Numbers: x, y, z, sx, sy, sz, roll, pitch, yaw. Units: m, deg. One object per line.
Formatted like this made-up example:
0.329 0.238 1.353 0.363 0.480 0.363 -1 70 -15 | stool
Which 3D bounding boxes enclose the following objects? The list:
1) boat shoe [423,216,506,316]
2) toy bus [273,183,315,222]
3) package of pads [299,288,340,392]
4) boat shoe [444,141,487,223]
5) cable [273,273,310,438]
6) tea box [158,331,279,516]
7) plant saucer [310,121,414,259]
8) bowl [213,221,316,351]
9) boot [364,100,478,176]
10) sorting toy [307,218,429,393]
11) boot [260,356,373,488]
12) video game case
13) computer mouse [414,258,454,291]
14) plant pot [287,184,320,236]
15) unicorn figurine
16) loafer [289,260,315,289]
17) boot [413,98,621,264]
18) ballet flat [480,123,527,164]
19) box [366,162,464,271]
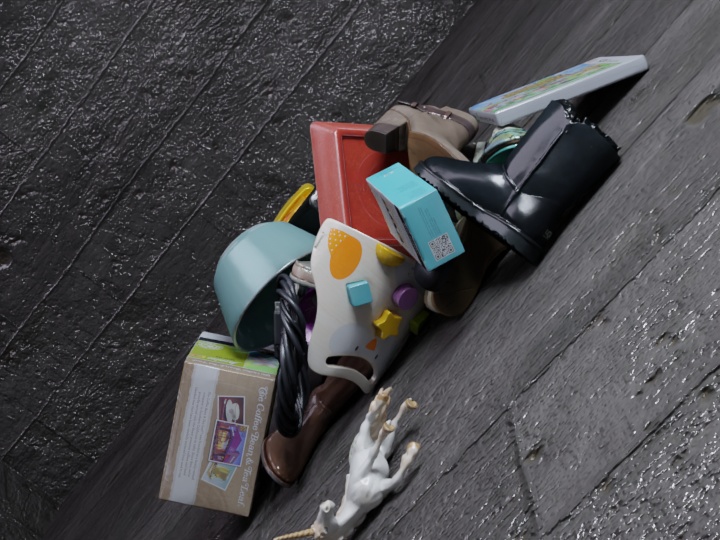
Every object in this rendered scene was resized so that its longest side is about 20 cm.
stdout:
0.141 -0.036 1.338 0.201 0.072 0.065 -59 15 -7 | boat shoe
-0.041 -0.029 1.794 0.136 0.199 0.192 -50 18 8 | toy bus
-0.060 0.103 1.570 0.121 0.075 0.201 -59 -10 -31 | package of pads
0.130 -0.115 1.450 0.060 0.072 0.201 -1 25 17 | boat shoe
-0.084 0.109 1.370 0.163 0.050 0.202 119 152 -77 | cable
-0.195 0.214 1.561 0.197 0.132 0.202 -103 25 -81 | tea box
0.037 -0.106 1.467 0.037 0.198 0.202 -27 66 60 | plant saucer
-0.130 0.007 1.550 0.200 0.105 0.201 -36 -23 -17 | bowl
0.107 -0.167 1.407 0.146 0.199 0.071 -26 -43 -44 | boot
0.013 0.061 1.380 0.106 0.199 0.181 26 90 48 | sorting toy
-0.042 0.177 1.450 0.200 0.064 0.187 -45 12 20 | boot
0.249 -0.234 1.407 0.198 0.022 0.182 -22 11 -1 | video game case
0.083 -0.033 1.333 0.059 0.034 0.200 -60 12 20 | computer mouse
0.013 -0.087 1.600 0.200 0.199 0.178 -54 -5 -13 | plant pot
0.005 0.208 1.132 0.138 0.074 0.200 -58 -7 20 | unicorn figurine
0.000 0.000 1.477 0.072 0.198 0.064 40 117 60 | loafer
0.178 -0.123 1.239 0.200 0.076 0.169 38 91 35 | boot
0.182 -0.146 1.371 0.075 0.074 0.200 -54 -8 -17 | ballet flat
0.061 -0.068 1.281 0.049 0.083 0.200 -27 18 -3 | box
